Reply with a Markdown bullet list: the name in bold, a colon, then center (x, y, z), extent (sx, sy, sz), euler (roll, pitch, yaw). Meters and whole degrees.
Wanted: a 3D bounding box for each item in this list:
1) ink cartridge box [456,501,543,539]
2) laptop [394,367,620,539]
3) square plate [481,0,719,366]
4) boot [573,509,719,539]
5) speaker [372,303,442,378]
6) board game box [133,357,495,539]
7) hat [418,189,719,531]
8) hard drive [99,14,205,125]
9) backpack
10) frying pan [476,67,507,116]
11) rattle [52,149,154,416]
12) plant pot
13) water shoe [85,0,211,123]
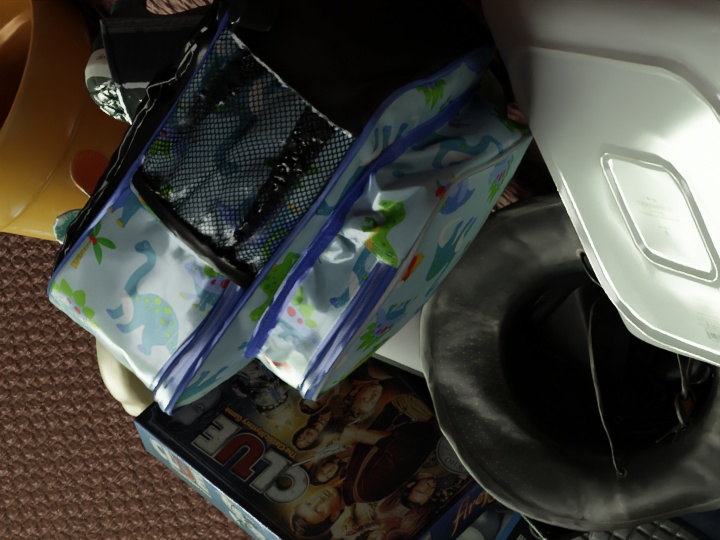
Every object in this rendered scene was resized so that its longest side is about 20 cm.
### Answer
- **ink cartridge box**: center (0.104, 0.105, 1.214), extent (0.198, 0.200, 0.043), euler (34, 151, 8)
- **laptop**: center (0.154, 0.110, 1.120), extent (0.187, 0.199, 0.117), euler (46, 151, 52)
- **square plate**: center (0.130, -0.028, 0.766), extent (0.200, 0.028, 0.199), euler (23, 143, 61)
- **boot**: center (0.207, 0.156, 1.151), extent (0.199, 0.070, 0.132), euler (24, -153, -5)
- **speaker**: center (0.000, 0.000, 1.014), extent (0.199, 0.082, 0.081), euler (24, 179, -35)
- **board game box**: center (-0.022, 0.106, 1.144), extent (0.200, 0.135, 0.035), euler (33, 153, 34)
- **hat**: center (0.133, 0.035, 0.984), extent (0.200, 0.201, 0.081), euler (36, -150, 7)
- **hard drive**: center (-0.051, -0.070, 1.024), extent (0.134, 0.043, 0.200), euler (1, 156, 17)
- **backpack**: center (-0.031, -0.030, 0.830), extent (0.147, 0.200, 0.183), euler (43, -154, 4)
- **frying pan**: center (0.006, -0.116, 0.968), extent (0.190, 0.031, 0.115), euler (33, 170, 42)
- **rattle**: center (-0.117, 0.015, 1.309), extent (0.142, 0.130, 0.201), euler (22, 135, 30)
- **plant pot**: center (-0.236, -0.103, 1.478), extent (0.183, 0.201, 0.200), euler (25, 179, -38)
- **water shoe**: center (-0.056, -0.119, 1.076), extent (0.199, 0.079, 0.072), euler (9, 157, 8)
